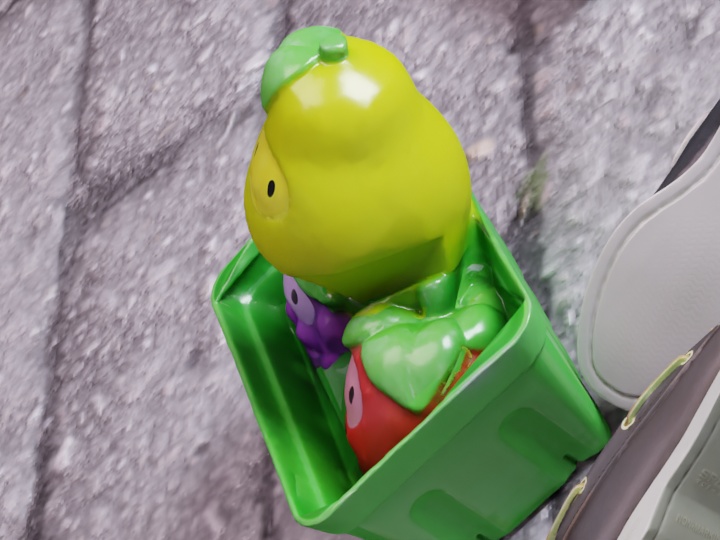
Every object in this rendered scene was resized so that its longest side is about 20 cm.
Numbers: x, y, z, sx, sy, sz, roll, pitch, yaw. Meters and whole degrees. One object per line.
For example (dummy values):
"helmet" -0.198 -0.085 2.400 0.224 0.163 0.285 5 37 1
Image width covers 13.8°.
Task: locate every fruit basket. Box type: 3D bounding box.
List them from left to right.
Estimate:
"fruit basket" 0.000 0.000 1.267 0.155 0.215 0.216 -43 33 11

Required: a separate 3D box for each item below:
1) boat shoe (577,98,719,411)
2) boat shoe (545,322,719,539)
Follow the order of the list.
"boat shoe" 0.157 -0.032 1.233 0.201 0.074 0.060 -63 -11 10
"boat shoe" 0.138 0.058 1.154 0.202 0.072 0.061 -54 36 -1
